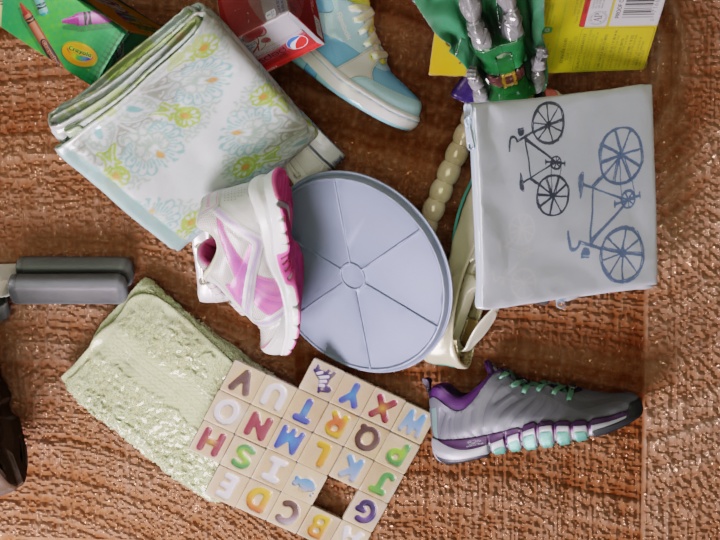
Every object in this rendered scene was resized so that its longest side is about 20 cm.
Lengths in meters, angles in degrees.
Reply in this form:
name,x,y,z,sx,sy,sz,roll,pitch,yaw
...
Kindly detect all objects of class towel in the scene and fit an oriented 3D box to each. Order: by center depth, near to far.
name,x,y,z,sx,sy,sz,roll,pitch,yaw
towel,-0.147,-0.117,1.181,0.171,0.200,0.048,-36,52,7
towel,-0.178,0.119,1.343,0.200,0.036,0.148,38,100,1

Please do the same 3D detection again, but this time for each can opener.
name,x,y,z,sx,sy,sz,roll,pitch,yaw
can opener,-0.318,0.017,1.348,0.200,0.053,0.066,-4,130,9

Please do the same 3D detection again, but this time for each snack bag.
name,x,y,z,sx,sy,sz,roll,pitch,yaw
snack bag,0.178,-0.062,1.218,0.200,0.021,0.189,-9,102,-25

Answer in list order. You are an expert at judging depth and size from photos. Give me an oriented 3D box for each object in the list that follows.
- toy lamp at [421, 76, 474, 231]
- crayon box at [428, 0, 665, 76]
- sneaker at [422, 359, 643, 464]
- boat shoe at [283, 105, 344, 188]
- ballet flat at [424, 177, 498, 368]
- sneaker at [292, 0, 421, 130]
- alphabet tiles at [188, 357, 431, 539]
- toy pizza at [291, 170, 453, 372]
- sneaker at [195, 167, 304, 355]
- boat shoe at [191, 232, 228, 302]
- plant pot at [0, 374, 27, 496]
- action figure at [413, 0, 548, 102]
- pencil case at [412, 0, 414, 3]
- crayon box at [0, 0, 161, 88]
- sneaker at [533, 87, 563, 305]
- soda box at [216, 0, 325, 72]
name,x,y,z,sx,sy,sz,roll,pitch,yaw
toy lamp,0.088,-0.103,1.280,0.058,0.058,0.200,24,101,3
crayon box,0.159,-0.232,1.201,0.200,0.127,0.051,-3,52,-8
sneaker,0.158,0.120,1.288,0.200,0.074,0.088,-12,90,8
boat shoe,-0.108,-0.152,1.291,0.200,0.071,0.070,44,94,-6
ballet flat,0.110,0.001,1.278,0.069,0.069,0.200,20,106,4
sneaker,-0.001,-0.228,1.264,0.200,0.080,0.131,38,100,1
alphabet tiles,-0.053,0.168,1.323,0.200,0.008,0.167,26,99,-12
toy pizza,0.000,0.000,1.283,0.200,0.032,0.200,14,118,27
sneaker,-0.099,-0.005,1.242,0.088,0.081,0.200,-4,128,4
boat shoe,-0.153,-0.064,1.302,0.069,0.071,0.200,-13,96,6
plant pot,-0.436,0.167,1.310,0.198,0.200,0.200,-21,94,0
action figure,0.119,-0.186,1.171,0.118,0.200,0.055,-16,55,7
pencil case,0.139,-0.285,1.236,0.200,0.087,0.083,-12,101,5
crayon box,-0.240,-0.214,1.230,0.119,0.200,0.058,33,99,2
sneaker,0.192,-0.064,1.264,0.087,0.074,0.200,0,104,-13
soda box,-0.090,-0.278,1.224,0.070,0.063,0.200,-23,61,22
